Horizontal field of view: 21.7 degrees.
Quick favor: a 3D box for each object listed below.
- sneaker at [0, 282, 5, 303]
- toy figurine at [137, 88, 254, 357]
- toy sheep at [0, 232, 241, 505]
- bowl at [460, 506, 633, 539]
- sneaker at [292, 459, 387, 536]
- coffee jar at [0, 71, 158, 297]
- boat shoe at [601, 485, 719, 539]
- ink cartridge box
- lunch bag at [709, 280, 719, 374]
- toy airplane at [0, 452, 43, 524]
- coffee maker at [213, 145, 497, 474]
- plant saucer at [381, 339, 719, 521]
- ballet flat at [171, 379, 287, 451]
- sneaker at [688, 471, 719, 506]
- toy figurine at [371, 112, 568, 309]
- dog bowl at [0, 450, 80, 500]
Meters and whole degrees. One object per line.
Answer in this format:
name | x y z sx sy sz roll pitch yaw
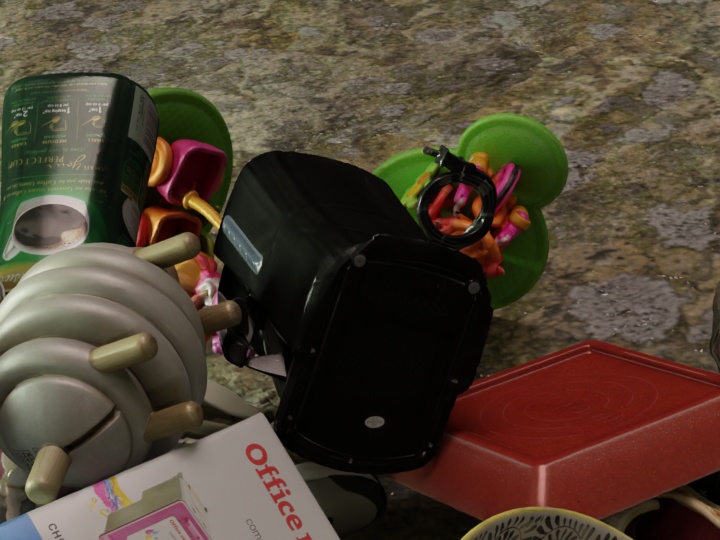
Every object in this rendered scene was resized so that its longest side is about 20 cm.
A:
sneaker | -0.290 0.069 1.119 0.078 0.077 0.200 13 55 47
toy figurine | -0.105 -0.004 1.326 0.183 0.202 0.149 31 13 39
toy sheep | -0.145 0.053 1.038 0.136 0.139 0.201 3 33 13
bowl | 0.086 0.225 0.897 0.199 0.094 0.202 20 51 -26
sneaker | -0.066 0.169 1.113 0.199 0.074 0.080 -14 58 -34
coffee jar | -0.191 -0.026 1.228 0.103 0.085 0.202 -1 64 8
boat shoe | 0.165 0.150 1.082 0.199 0.074 0.069 16 -3 34
ink cartridge box | -0.105 0.182 0.986 0.199 0.085 0.145 -21 68 -34
lunch bag | 0.324 0.051 1.166 0.199 0.140 0.168 26 28 0
toy airplane | -0.272 0.150 1.019 0.140 0.200 0.200 17 59 44
coffee maker | 0.000 0.000 1.146 0.192 0.134 0.200 -49 28 6
plant saucer | 0.127 0.092 1.130 0.198 0.037 0.199 -17 16 -27
ballet flat | -0.134 0.086 1.144 0.198 0.072 0.072 13 21 -18
sneaker | 0.219 0.130 1.148 0.088 0.075 0.200 -13 17 -16
toy figurine | 0.057 0.011 1.315 0.150 0.200 0.185 35 41 -9
dog bowl | -0.241 0.128 1.195 0.198 0.074 0.201 -3 26 1
